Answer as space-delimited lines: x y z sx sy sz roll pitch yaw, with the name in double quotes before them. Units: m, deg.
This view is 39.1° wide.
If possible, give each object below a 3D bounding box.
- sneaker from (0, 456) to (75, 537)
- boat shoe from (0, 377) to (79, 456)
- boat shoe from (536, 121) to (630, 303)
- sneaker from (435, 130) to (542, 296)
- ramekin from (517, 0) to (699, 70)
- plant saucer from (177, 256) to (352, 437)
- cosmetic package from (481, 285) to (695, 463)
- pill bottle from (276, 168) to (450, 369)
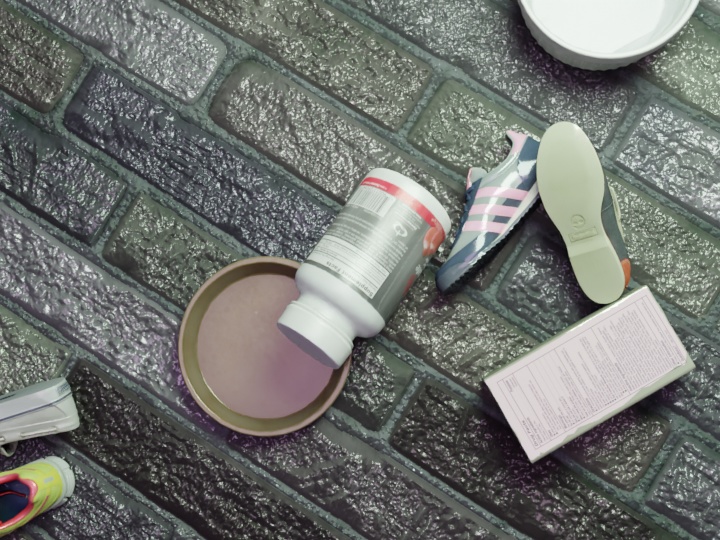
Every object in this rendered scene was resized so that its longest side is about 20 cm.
"sneaker" -0.422 0.269 1.127 0.199 0.090 0.078 -32 85 4
"boat shoe" -0.411 0.180 1.146 0.199 0.072 0.066 -19 99 5
"boat shoe" 0.241 -0.065 1.076 0.071 0.063 0.201 -13 105 31
"sneaker" 0.135 -0.065 1.116 0.082 0.070 0.200 40 83 12
"ramekin" 0.264 -0.313 1.100 0.199 0.105 0.202 0 86 6
"plant saucer" -0.106 0.085 1.142 0.199 0.029 0.202 0 86 6
"cosmetic package" 0.240 0.110 1.085 0.199 0.073 0.104 -30 84 3
"pill bottle" 0.000 0.000 1.078 0.110 0.111 0.200 34 76 7
